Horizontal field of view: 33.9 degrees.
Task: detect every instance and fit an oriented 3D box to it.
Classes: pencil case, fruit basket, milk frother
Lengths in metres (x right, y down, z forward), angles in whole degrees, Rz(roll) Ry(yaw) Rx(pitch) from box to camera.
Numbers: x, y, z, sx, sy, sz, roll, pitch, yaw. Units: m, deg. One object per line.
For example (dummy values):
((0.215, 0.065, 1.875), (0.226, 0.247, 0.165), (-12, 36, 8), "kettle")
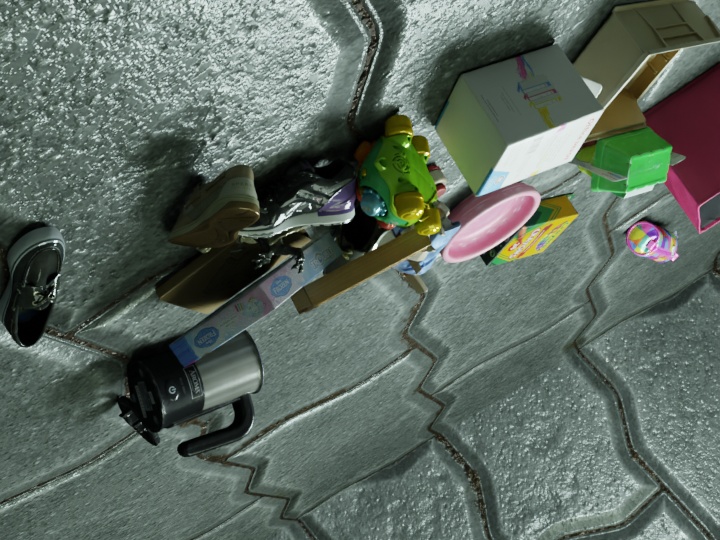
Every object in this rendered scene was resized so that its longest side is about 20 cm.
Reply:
((0.685, -0.066, 2.756), (0.088, 0.089, 0.199), (-39, 158, 22), "pencil case")
((0.388, -0.183, 1.892), (0.184, 0.199, 0.095), (-17, 115, -37), "fruit basket")
((-0.280, 0.191, 1.898), (0.187, 0.183, 0.199), (-18, -160, -32), "milk frother")

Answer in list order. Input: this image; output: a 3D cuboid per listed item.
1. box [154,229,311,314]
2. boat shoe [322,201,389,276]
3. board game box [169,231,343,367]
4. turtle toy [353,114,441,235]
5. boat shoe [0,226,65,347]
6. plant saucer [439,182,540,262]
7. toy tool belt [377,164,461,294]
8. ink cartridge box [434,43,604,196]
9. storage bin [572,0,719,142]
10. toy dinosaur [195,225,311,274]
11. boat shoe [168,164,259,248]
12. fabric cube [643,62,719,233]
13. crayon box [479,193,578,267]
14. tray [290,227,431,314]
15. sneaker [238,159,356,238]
((-0.179, -0.010, 1.690), (0.199, 0.021, 0.163), (-36, 161, 9), "box")
((-0.004, -0.052, 1.780), (0.060, 0.072, 0.202), (-4, 141, -49), "boat shoe")
((-0.145, 0.040, 1.661), (0.198, 0.044, 0.200), (-34, -176, 36), "board game box")
((0.050, -0.115, 1.625), (0.100, 0.147, 0.200), (-13, 161, 17), "turtle toy")
((-0.386, 0.022, 1.405), (0.068, 0.057, 0.200), (-17, 156, -34), "boat shoe")
((0.216, -0.091, 2.042), (0.199, 0.051, 0.201), (-28, 161, -11), "plant saucer")
((0.104, -0.059, 1.843), (0.124, 0.124, 0.200), (-18, 156, -33), "toy tool belt")
((0.230, -0.214, 1.651), (0.199, 0.126, 0.129), (-21, 159, -26), "ink cartridge box")
((0.409, -0.299, 1.764), (0.197, 0.094, 0.200), (-16, 155, -37), "storage bin")
((-0.116, -0.039, 1.566), (0.198, 0.089, 0.048), (-7, 138, -18), "toy dinosaur")
((-0.181, -0.076, 1.455), (0.071, 0.066, 0.200), (7, 163, -28), "boat shoe")
((0.639, -0.222, 2.137), (0.195, 0.200, 0.200), (-33, 161, 7), "fabric cube")
((0.326, -0.078, 2.236), (0.199, 0.051, 0.127), (-15, 154, -40), "crayon box")
((0.000, 0.000, 1.702), (0.199, 0.037, 0.099), (-27, 179, -17), "tray")
((-0.098, -0.104, 1.548), (0.198, 0.076, 0.088), (-12, 125, -28), "sneaker")
